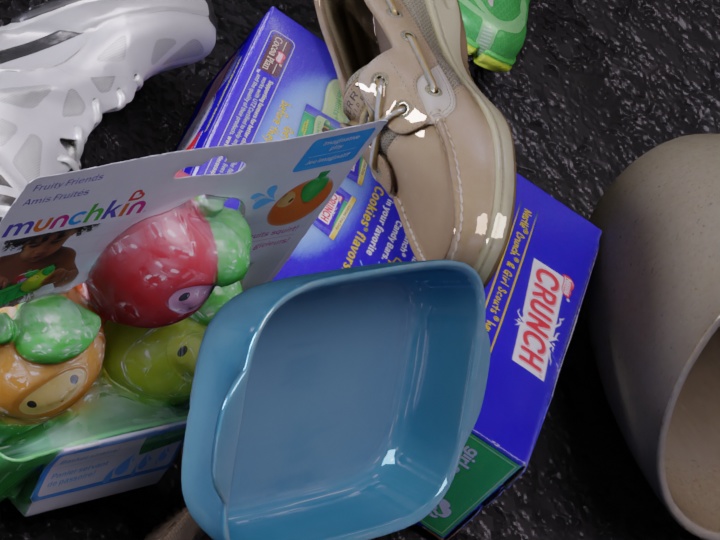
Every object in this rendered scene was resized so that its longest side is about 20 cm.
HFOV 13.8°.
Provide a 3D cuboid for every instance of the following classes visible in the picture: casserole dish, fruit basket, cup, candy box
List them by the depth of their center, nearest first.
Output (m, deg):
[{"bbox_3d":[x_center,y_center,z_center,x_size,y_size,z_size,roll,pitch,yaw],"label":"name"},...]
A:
[{"bbox_3d":[-0.097,0.017,1.213,0.185,0.200,0.094,-11,65,-42],"label":"fruit basket"},{"bbox_3d":[-0.013,0.053,1.238,0.039,0.122,0.200,17,14,32],"label":"casserole dish"},{"bbox_3d":[0.000,0.000,1.387,0.200,0.077,0.169,33,43,-10],"label":"candy box"},{"bbox_3d":[0.189,0.013,1.460,0.200,0.201,0.143,0,33,-37],"label":"cup"}]

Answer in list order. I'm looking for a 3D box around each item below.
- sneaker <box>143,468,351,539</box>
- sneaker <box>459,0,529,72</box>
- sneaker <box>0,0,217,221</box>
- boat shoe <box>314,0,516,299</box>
[{"bbox_3d":[-0.057,0.133,1.251,0.076,0.070,0.200,49,45,-4],"label":"sneaker"},{"bbox_3d":[0.073,-0.191,1.577,0.074,0.084,0.200,26,47,-19],"label":"sneaker"},{"bbox_3d":[-0.138,-0.059,1.344,0.200,0.076,0.116,-16,78,-34],"label":"sneaker"},{"bbox_3d":[0.020,-0.069,1.351,0.065,0.072,0.200,11,44,-25],"label":"boat shoe"}]
